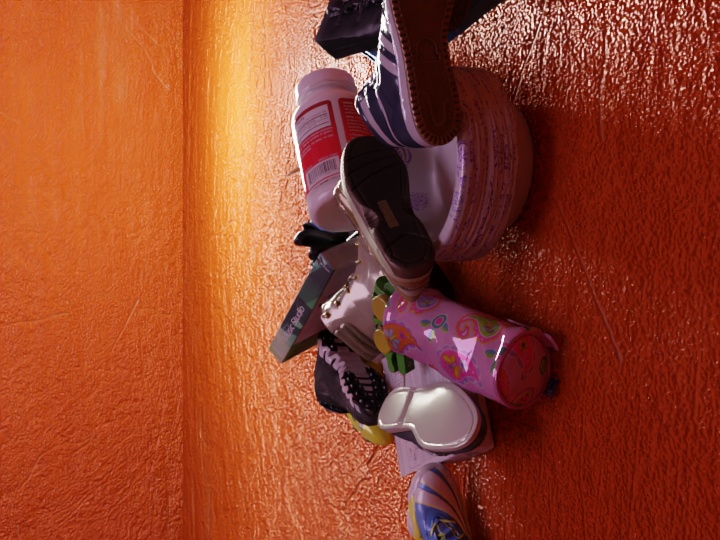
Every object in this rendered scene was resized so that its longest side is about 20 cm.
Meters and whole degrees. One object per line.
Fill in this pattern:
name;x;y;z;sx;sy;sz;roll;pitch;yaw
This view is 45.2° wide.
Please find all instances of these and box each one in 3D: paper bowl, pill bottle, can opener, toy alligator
paper bowl;0.107;-0.111;0.909;0.200;0.103;0.203;179;90;-69
pill bottle;-0.030;-0.163;1.143;0.112;0.111;0.202;123;140;-56
can opener;-0.043;-0.036;1.202;0.063;0.200;0.079;35;102;19
toy alligator;0.039;0.075;1.008;0.054;0.059;0.202;24;127;44

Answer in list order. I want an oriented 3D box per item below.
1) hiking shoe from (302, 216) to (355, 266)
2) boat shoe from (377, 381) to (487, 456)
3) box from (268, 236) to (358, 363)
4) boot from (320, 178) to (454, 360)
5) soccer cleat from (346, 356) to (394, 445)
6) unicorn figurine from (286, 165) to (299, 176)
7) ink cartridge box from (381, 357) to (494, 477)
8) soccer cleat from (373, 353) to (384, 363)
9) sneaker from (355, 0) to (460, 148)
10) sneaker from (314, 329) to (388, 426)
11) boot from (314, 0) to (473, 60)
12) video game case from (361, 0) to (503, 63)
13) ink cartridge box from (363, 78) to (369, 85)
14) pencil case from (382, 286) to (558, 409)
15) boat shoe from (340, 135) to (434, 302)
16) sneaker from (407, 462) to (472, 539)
hiking shoe;-0.048;-0.088;1.341;0.074;0.086;0.202;125;140;-56
boat shoe;0.087;0.164;0.926;0.073;0.061;0.200;-64;20;-15
box;-0.038;0.034;1.207;0.036;0.144;0.201;44;130;19
boot;0.000;0.000;1.056;0.154;0.072;0.200;-38;91;29
soccer cleat;0.008;0.155;1.234;0.084;0.064;0.201;110;152;-42
unicorn figurine;-0.049;-0.213;1.297;0.073;0.200;0.139;-16;85;24
ink cartridge box;0.089;0.157;1.053;0.200;0.050;0.163;127;138;-63
soccer cleat;0.043;0.040;1.138;0.085;0.068;0.202;-124;43;-62
sneaker;0.039;-0.214;0.829;0.108;0.069;0.202;180;84;-65
sneaker;-0.017;0.165;1.169;0.200;0.066;0.091;-129;50;-57
boot;0.053;-0.311;0.944;0.199;0.066;0.165;3;52;54
video game case;0.066;-0.285;0.975;0.018;0.143;0.200;52;-177;-29
ink cartridge box;0.029;-0.201;1.197;0.197;0.047;0.202;149;115;-67
pencil case;0.108;0.074;0.890;0.199;0.087;0.088;21;110;52
boat shoe;0.023;-0.054;0.909;0.076;0.071;0.201;89;169;-52
sneaker;0.113;0.319;0.967;0.105;0.075;0.202;2;103;59
